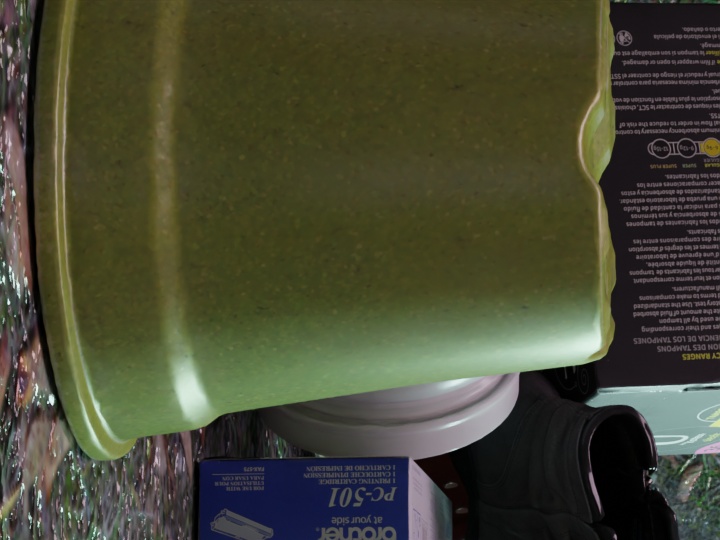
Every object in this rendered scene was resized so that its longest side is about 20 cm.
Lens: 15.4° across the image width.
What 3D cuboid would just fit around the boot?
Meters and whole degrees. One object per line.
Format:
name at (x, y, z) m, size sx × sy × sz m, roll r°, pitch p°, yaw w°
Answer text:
boot at (0.105, 0.138, 1.275) m, size 0.132 × 0.070 × 0.201 m, roll 29°, pitch -33°, yaw 54°

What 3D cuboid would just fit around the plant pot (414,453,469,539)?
plant pot at (0.053, 0.204, 1.440) m, size 0.201 × 0.200 × 0.196 m, roll -75°, pitch 155°, yaw -65°

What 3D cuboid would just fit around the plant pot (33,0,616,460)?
plant pot at (-0.003, -0.033, 0.935) m, size 0.200 × 0.183 × 0.202 m, roll 0°, pitch 90°, yaw -83°

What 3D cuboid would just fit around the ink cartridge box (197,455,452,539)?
ink cartridge box at (-0.012, 0.117, 1.225) m, size 0.200 × 0.093 × 0.045 m, roll 55°, pitch 35°, yaw -77°

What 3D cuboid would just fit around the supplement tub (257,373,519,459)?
supplement tub at (0.007, -0.033, 1.172) m, size 0.146 × 0.144 × 0.201 m, roll -78°, pitch 166°, yaw -61°

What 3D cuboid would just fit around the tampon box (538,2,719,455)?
tampon box at (0.143, -0.017, 1.359) m, size 0.150 × 0.125 × 0.201 m, roll 130°, pitch -43°, yaw -68°
